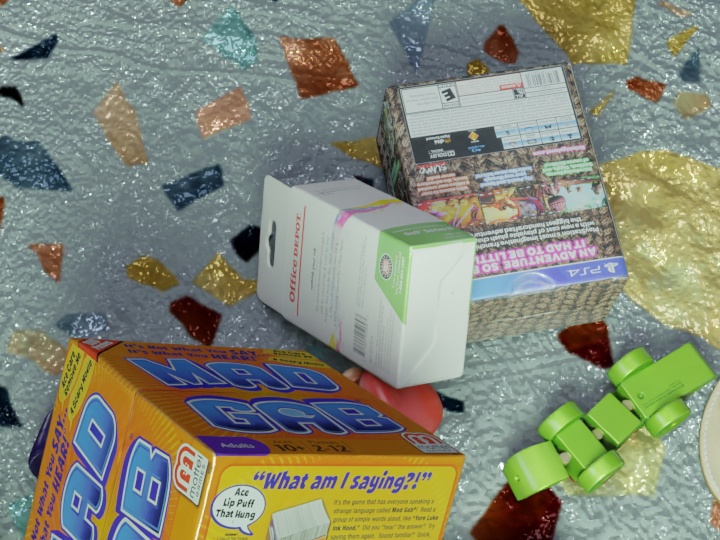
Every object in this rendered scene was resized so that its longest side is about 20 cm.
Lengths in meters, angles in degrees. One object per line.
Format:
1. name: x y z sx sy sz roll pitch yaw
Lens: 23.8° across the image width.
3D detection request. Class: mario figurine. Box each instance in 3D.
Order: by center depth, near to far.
1. mario figurine: -0.029 0.142 1.342 0.200 0.106 0.124 -22 107 -2

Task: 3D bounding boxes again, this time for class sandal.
1. sandal: 0.332 0.089 1.383 0.078 0.070 0.212 22 67 5

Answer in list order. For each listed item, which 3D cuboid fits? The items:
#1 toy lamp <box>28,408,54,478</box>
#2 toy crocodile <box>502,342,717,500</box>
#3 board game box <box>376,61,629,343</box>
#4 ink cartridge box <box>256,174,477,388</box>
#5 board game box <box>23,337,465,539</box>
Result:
1. toy lamp: -0.224 0.191 1.280 0.058 0.058 0.200 -1 50 -5
2. toy crocodile: 0.202 0.122 1.369 0.200 0.062 0.068 -34 73 -22
3. board game box: 0.112 -0.054 1.409 0.159 0.097 0.200 -8 68 -8
4. ink cartridge box: 0.000 0.000 1.337 0.067 0.117 0.200 -10 25 -35
5. board game box: -0.087 0.176 1.151 0.200 0.200 0.200 5 105 -38
